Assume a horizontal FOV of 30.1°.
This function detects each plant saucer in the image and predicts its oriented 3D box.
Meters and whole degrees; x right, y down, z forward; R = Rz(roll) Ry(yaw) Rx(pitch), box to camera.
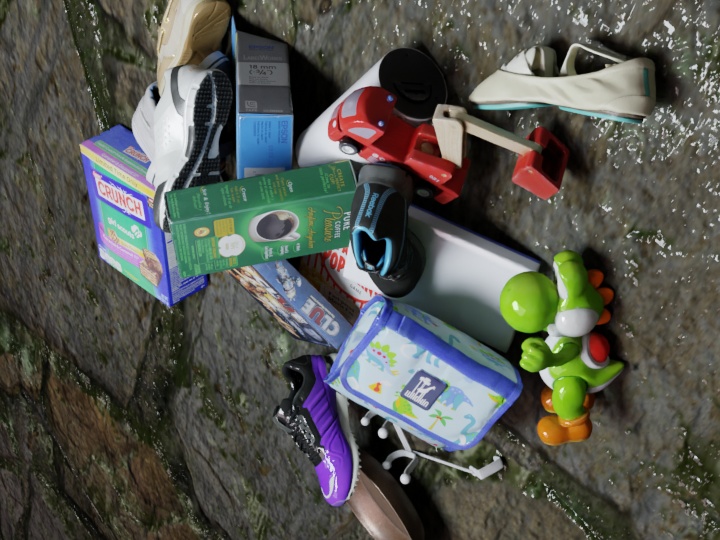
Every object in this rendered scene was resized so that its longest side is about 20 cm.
[{"bbox_3d":[0.026,0.307,1.779,0.200,0.037,0.201,48,160,24],"label":"plant saucer"}]

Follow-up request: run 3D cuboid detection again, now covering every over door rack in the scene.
[{"bbox_3d":[0.063,0.184,1.633,0.200,0.067,0.148,-4,115,53],"label":"over door rack"}]

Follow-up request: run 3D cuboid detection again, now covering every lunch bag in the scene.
[{"bbox_3d":[0.069,0.106,1.434,0.170,0.128,0.200,29,160,-6],"label":"lunch bag"}]

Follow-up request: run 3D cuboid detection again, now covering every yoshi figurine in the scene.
[{"bbox_3d":[0.187,0.072,1.348,0.112,0.112,0.201,29,135,45],"label":"yoshi figurine"}]

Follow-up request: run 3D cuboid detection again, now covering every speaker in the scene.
[{"bbox_3d":[0.008,-0.155,1.403,0.081,0.081,0.200,56,147,0],"label":"speaker"}]

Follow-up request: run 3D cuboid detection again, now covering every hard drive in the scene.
[{"bbox_3d":[0.083,-0.001,1.430,0.199,0.025,0.132,25,138,11],"label":"hard drive"}]

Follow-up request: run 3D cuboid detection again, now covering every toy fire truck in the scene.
[{"bbox_3d":[0.082,-0.121,1.278,0.200,0.049,0.141,29,152,-19],"label":"toy fire truck"}]

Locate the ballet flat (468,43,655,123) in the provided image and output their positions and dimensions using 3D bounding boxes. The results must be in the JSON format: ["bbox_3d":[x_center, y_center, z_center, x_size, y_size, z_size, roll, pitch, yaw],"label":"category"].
[{"bbox_3d":[0.179,-0.171,1.200,0.200,0.069,0.070,12,127,44],"label":"ballet flat"}]

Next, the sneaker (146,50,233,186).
[{"bbox_3d":[-0.186,-0.166,1.616,0.079,0.078,0.200,36,125,9],"label":"sneaker"}]

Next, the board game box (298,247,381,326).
[{"bbox_3d":[0.000,0.000,1.573,0.151,0.046,0.200,39,142,22],"label":"board game box"}]

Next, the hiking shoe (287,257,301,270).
[{"bbox_3d":[-0.117,-0.053,1.640,0.087,0.074,0.200,41,151,26],"label":"hiking shoe"}]

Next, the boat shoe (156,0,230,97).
[{"bbox_3d":[-0.205,-0.277,1.588,0.069,0.074,0.200,60,147,16],"label":"boat shoe"}]

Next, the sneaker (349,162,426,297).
[{"bbox_3d":[0.017,-0.022,1.353,0.073,0.082,0.200,11,150,17],"label":"sneaker"}]

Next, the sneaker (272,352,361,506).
[{"bbox_3d":[-0.064,0.201,1.699,0.070,0.099,0.201,-41,51,53],"label":"sneaker"}]

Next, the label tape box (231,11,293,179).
[{"bbox_3d":[-0.112,-0.181,1.526,0.200,0.063,0.145,-97,9,-46],"label":"label tape box"}]

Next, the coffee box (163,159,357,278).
[{"bbox_3d":[-0.103,-0.054,1.428,0.123,0.199,0.044,92,165,-61],"label":"coffee box"}]

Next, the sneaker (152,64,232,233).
[{"bbox_3d":[-0.204,-0.142,1.547,0.080,0.074,0.201,26,107,36],"label":"sneaker"}]

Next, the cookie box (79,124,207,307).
[{"bbox_3d":[-0.299,-0.076,1.863,0.171,0.075,0.201,32,139,34],"label":"cookie box"}]

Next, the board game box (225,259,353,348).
[{"bbox_3d":[-0.109,0.009,1.574,0.200,0.035,0.135,46,165,-19],"label":"board game box"}]

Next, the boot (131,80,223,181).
[{"bbox_3d":[-0.221,-0.145,1.705,0.200,0.073,0.096,51,152,8],"label":"boot"}]
